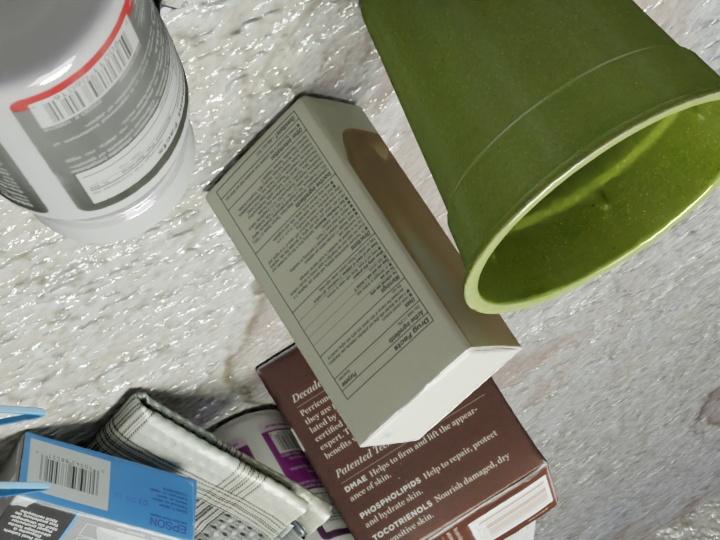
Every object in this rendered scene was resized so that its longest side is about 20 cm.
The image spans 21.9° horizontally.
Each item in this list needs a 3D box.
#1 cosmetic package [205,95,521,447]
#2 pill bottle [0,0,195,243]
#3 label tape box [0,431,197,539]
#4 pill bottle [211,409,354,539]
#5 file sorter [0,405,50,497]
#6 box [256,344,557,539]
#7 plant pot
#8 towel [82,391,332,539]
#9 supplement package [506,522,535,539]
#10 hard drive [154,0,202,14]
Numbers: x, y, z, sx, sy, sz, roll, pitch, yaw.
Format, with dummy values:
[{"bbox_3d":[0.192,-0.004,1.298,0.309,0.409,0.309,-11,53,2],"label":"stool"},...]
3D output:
[{"bbox_3d":[0.000,0.000,1.165,0.105,0.201,0.071,-42,158,25],"label":"cosmetic package"},{"bbox_3d":[-0.143,-0.093,0.869,0.114,0.114,0.200,-31,160,-5],"label":"pill bottle"},{"bbox_3d":[-0.232,0.219,1.434,0.144,0.064,0.200,19,133,-22],"label":"label tape box"},{"bbox_3d":[-0.066,0.229,1.593,0.112,0.201,0.112,-28,160,-11],"label":"pill bottle"},{"bbox_3d":[-0.266,0.186,1.152,0.122,0.201,0.139,-10,169,25],"label":"file sorter"},{"bbox_3d":[0.043,0.141,1.555,0.164,0.200,0.166,-32,159,-1],"label":"box"},{"bbox_3d":[0.097,-0.109,1.075,0.199,0.190,0.200,-28,159,-12],"label":"plant pot"},{"bbox_3d":[-0.149,0.202,1.484,0.199,0.035,0.193,32,123,-21],"label":"towel"},{"bbox_3d":[0.055,0.247,1.887,0.199,0.151,0.152,-30,160,-7],"label":"supplement package"},{"bbox_3d":[-0.014,-0.208,0.906,0.199,0.038,0.140,-26,159,-21],"label":"hard drive"}]
